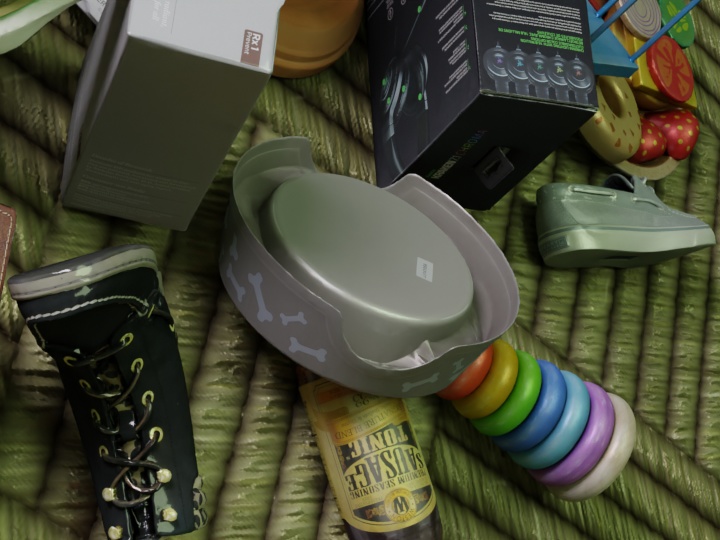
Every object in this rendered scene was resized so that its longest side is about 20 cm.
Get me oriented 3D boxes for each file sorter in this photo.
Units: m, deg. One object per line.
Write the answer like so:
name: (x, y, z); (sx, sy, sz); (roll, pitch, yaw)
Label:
file sorter: (0.166, -0.264, 1.448); (0.201, 0.123, 0.138); (55, 24, 14)

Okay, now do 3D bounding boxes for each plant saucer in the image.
plant saucer: (-0.063, -0.233, 1.309); (0.199, 0.037, 0.202); (22, 58, -40)

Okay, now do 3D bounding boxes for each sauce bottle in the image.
sauce bottle: (0.017, 0.143, 1.203); (0.066, 0.066, 0.202); (-15, 83, -50)

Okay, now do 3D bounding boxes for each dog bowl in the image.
dog bowl: (0.000, 0.000, 1.193); (0.199, 0.059, 0.201); (22, 32, -14)

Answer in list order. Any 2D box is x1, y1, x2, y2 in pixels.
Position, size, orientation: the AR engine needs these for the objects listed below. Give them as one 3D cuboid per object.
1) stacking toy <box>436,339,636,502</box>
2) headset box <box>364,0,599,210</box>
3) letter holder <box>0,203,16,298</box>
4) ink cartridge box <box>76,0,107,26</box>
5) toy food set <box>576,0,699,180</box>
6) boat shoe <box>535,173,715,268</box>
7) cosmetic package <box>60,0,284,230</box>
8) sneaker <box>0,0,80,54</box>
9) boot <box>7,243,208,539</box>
stacking toy: (0.098, 0.080, 1.316); (0.199, 0.085, 0.086); (35, 49, -27)
headset box: (0.079, -0.156, 1.311); (0.092, 0.174, 0.202); (6, 66, -22)
letter holder: (-0.282, 0.010, 0.907); (0.199, 0.100, 0.143); (27, 56, -38)
ink cartridge box: (-0.103, -0.233, 1.159); (0.119, 0.200, 0.042); (46, 6, -23)
toy food set: (0.220, -0.173, 1.587); (0.199, 0.048, 0.200); (13, 63, -44)
boat shoe: (0.211, -0.043, 1.501); (0.200, 0.070, 0.072); (0, 76, -45)
cosmetic package: (-0.107, -0.116, 1.068); (0.089, 0.200, 0.108); (11, 61, -12)
sneaker: (-0.146, -0.183, 0.941); (0.077, 0.199, 0.089); (49, -12, 27)
boot: (-0.127, 0.071, 1.014); (0.204, 0.073, 0.155); (63, 15, -84)
